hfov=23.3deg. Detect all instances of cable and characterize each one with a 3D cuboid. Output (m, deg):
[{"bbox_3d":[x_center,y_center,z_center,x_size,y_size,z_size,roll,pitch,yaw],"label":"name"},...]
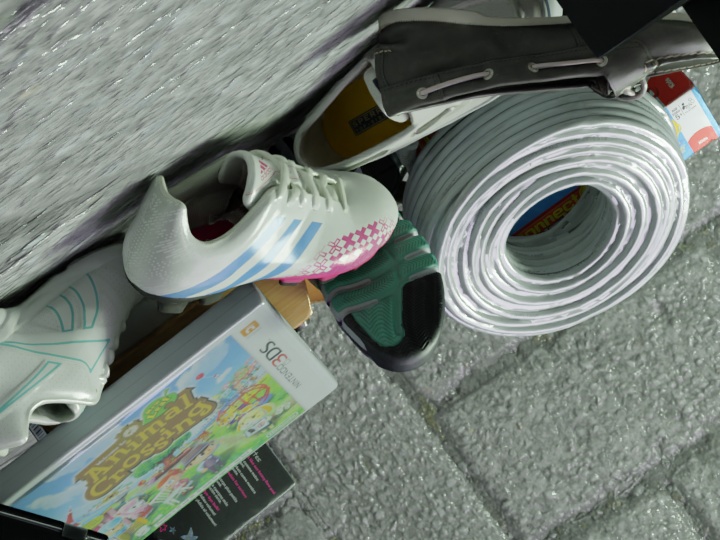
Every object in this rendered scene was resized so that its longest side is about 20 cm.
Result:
[{"bbox_3d":[0.126,-0.043,1.166,0.200,0.069,0.200,-16,135,-9],"label":"cable"}]

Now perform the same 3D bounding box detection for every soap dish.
[{"bbox_3d":[-0.128,0.038,1.168,0.200,0.081,0.157,-37,-166,-5],"label":"soap dish"}]

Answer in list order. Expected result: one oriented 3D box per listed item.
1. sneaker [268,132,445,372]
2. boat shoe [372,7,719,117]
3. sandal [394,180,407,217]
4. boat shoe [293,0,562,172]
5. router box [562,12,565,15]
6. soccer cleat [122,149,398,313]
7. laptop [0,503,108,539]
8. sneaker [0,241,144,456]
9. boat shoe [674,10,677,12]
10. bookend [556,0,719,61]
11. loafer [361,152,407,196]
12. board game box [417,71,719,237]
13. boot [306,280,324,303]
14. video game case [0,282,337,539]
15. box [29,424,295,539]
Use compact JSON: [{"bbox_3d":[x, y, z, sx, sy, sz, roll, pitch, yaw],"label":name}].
[{"bbox_3d":[0.000,0.000,1.123,0.074,0.200,0.088,-17,142,-12],"label":"sneaker"},{"bbox_3d":[0.106,-0.111,0.959,0.199,0.057,0.067,1,176,0],"label":"boat shoe"},{"bbox_3d":[0.038,-0.035,1.307,0.057,0.080,0.201,-59,-168,-2],"label":"sandal"},{"bbox_3d":[0.034,-0.114,1.042,0.200,0.071,0.070,-29,-174,39],"label":"boat shoe"},{"bbox_3d":[0.158,-0.199,1.187,0.150,0.062,0.200,-35,179,9],"label":"router box"},{"bbox_3d":[-0.047,-0.035,1.010,0.200,0.070,0.086,-19,140,-40],"label":"soccer cleat"},{"bbox_3d":[-0.250,0.182,0.985,0.200,0.187,0.116,143,-37,-62],"label":"laptop"},{"bbox_3d":[-0.177,0.046,1.023,0.070,0.080,0.200,-39,178,40],"label":"sneaker"},{"bbox_3d":[0.131,-0.195,0.944,0.200,0.075,0.093,11,97,-66],"label":"boat shoe"},{"bbox_3d":[0.173,-0.140,0.774,0.092,0.199,0.200,-34,179,45],"label":"bookend"},{"bbox_3d":[-0.011,-0.076,1.275,0.072,0.073,0.200,-45,-168,-25],"label":"loafer"},{"bbox_3d":[0.136,-0.113,1.309,0.196,0.056,0.200,-36,-139,5],"label":"board game box"},{"bbox_3d":[-0.061,0.005,1.368,0.199,0.074,0.155,-15,-174,-1],"label":"boot"},{"bbox_3d":[-0.118,0.102,1.099,0.200,0.022,0.182,-38,156,-1],"label":"video game case"},{"bbox_3d":[-0.163,0.122,1.311,0.115,0.200,0.132,-35,179,-24],"label":"box"}]
